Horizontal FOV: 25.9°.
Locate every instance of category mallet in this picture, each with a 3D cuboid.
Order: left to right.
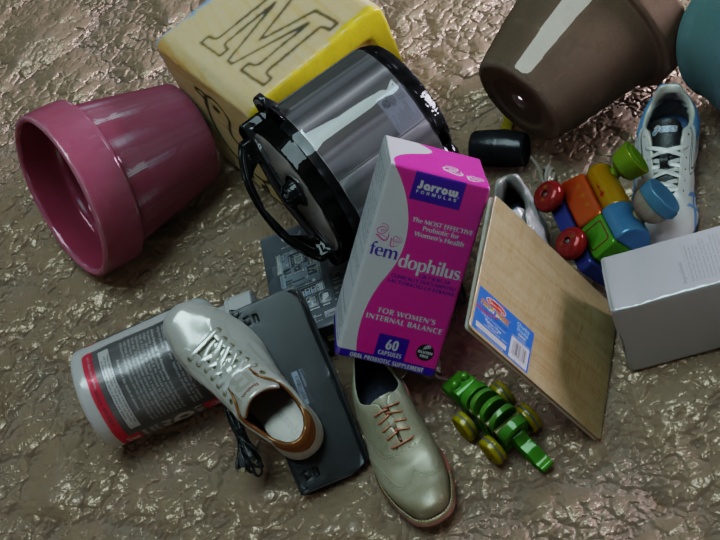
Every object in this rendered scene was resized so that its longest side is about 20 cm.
[{"bbox_3d":[0.165,-0.191,1.763,0.066,0.041,0.200,-3,47,17],"label":"mallet"}]

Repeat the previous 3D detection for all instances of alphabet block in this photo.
[{"bbox_3d":[-0.076,-0.214,1.779,0.196,0.195,0.200,-42,47,-11],"label":"alphabet block"}]

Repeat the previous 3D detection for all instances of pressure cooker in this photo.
[{"bbox_3d":[-0.022,-0.115,1.610,0.200,0.179,0.176,-37,50,-11],"label":"pressure cooker"}]

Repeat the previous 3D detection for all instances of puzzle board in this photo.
[{"bbox_3d":[0.169,0.046,1.456,0.017,0.200,0.151,-21,42,40],"label":"puzzle board"}]

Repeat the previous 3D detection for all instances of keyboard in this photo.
[{"bbox_3d":[-0.082,0.127,1.546,0.127,0.021,0.200,-22,77,-2],"label":"keyboard"}]

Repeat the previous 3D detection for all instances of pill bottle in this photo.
[{"bbox_3d":[-0.188,0.096,1.620,0.200,0.111,0.111,-24,47,4],"label":"pill bottle"}]

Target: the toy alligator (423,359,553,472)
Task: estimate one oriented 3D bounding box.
[{"bbox_3d":[0.111,0.124,1.504,0.059,0.054,0.200,-39,48,-12],"label":"toy alligator"}]

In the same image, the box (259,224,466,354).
[{"bbox_3d":[0.000,0.000,1.660,0.200,0.051,0.158,-21,47,7],"label":"box"}]

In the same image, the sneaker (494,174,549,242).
[{"bbox_3d":[0.162,-0.011,1.575,0.074,0.087,0.200,-18,48,6],"label":"sneaker"}]

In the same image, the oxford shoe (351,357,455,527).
[{"bbox_3d":[0.031,0.158,1.497,0.071,0.074,0.200,-29,46,-1],"label":"oxford shoe"}]

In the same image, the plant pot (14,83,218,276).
[{"bbox_3d":[-0.271,-0.122,1.799,0.179,0.200,0.200,-31,44,-25],"label":"plant pot"}]

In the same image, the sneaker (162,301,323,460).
[{"bbox_3d":[-0.113,0.097,1.502,0.200,0.085,0.073,41,84,11],"label":"sneaker"}]

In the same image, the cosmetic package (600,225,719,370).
[{"bbox_3d":[0.334,0.016,1.468,0.199,0.102,0.074,-14,47,10],"label":"cosmetic package"}]

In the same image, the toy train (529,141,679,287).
[{"bbox_3d":[0.240,-0.089,1.582,0.116,0.085,0.200,-41,42,23],"label":"toy train"}]

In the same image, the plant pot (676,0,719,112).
[{"bbox_3d":[0.426,-0.216,1.573,0.200,0.200,0.188,-42,36,-14],"label":"plant pot"}]

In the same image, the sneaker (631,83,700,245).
[{"bbox_3d":[0.311,-0.107,1.602,0.072,0.073,0.200,-5,52,18],"label":"sneaker"}]

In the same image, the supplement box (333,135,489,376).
[{"bbox_3d":[0.046,-0.015,1.510,0.101,0.201,0.103,13,18,-6],"label":"supplement box"}]

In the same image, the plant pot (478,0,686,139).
[{"bbox_3d":[0.223,-0.237,1.664,0.175,0.200,0.200,-46,49,-14],"label":"plant pot"}]
